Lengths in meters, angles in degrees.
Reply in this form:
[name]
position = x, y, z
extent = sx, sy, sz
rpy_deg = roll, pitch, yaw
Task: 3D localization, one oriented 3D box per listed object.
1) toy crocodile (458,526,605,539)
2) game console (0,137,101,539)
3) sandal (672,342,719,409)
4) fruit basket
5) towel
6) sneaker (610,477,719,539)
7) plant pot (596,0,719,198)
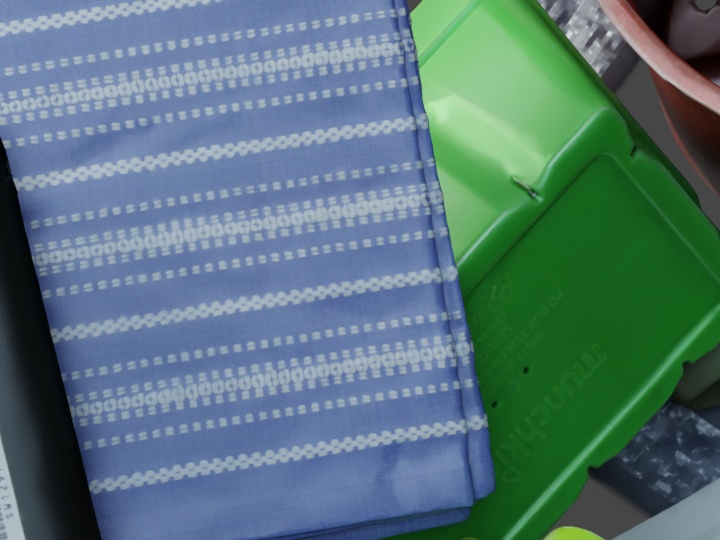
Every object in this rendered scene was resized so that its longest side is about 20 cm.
[toy crocodile]
position = 0.082, 0.126, 0.724
extent = 0.199, 0.062, 0.068
rpy_deg = 22, 52, 35
[game console]
position = -0.163, 0.069, 0.758
extent = 0.175, 0.116, 0.201
rpy_deg = -14, 90, -4
[sandal]
position = 0.198, 0.022, 0.851
extent = 0.200, 0.080, 0.058
rpy_deg = -17, 68, 12
[fruit basket]
position = 0.000, 0.000, 0.869
extent = 0.215, 0.156, 0.216
rpy_deg = -31, 33, 22
[towel]
position = -0.047, -0.016, 0.752
extent = 0.144, 0.024, 0.201
rpy_deg = -10, 90, -4
[sneaker]
position = 0.097, 0.125, 0.830
extent = 0.199, 0.074, 0.082
rpy_deg = -31, 71, -7
[plant pot]
position = 0.162, -0.101, 0.825
extent = 0.199, 0.195, 0.202
rpy_deg = -2, 75, 7
